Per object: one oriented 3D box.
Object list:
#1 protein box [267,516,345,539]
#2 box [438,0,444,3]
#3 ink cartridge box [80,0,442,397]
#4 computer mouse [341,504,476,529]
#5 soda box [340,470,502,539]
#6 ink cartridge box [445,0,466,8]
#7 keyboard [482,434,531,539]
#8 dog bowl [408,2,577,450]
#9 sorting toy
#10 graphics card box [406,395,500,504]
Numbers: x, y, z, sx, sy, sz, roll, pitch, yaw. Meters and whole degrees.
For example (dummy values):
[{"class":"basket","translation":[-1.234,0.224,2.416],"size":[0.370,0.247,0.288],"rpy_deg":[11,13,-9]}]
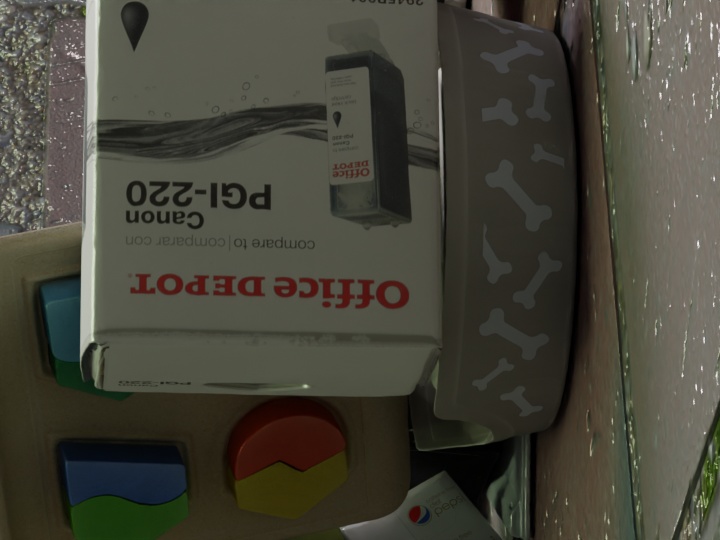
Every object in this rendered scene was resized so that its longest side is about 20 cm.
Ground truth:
[{"class":"protein box","translation":[-0.072,0.250,1.411],"size":[0.199,0.200,0.135],"rpy_deg":[62,158,0]},{"class":"box","translation":[0.011,-0.217,1.461],"size":[0.164,0.086,0.200],"rpy_deg":[-96,23,-62]},{"class":"ink cartridge box","translation":[-0.042,-0.053,1.235],"size":[0.085,0.146,0.200],"rpy_deg":[114,156,-75]},{"class":"computer mouse","translation":[0.024,0.161,1.594],"size":[0.053,0.138,0.200],"rpy_deg":[8,89,42]},{"class":"soda box","translation":[0.028,0.187,1.471],"size":[0.068,0.064,0.200],"rpy_deg":[50,155,27]},{"class":"ink cartridge box","translation":[-0.018,-0.123,1.765],"size":[0.200,0.145,0.084],"rpy_deg":[96,174,-52]},{"class":"keyboard","translation":[0.069,0.087,1.465],"size":[0.200,0.011,0.056],"rpy_deg":[-125,41,-83]},{"class":"dog bowl","translation":[0.055,-0.018,1.306],"size":[0.200,0.059,0.200],"rpy_deg":[180,90,-86]},{"class":"sorting toy","translation":[-0.071,0.054,1.314],"size":[0.036,0.200,0.185],"rpy_deg":[-126,27,-54]},{"class":"graphics card box","translation":[0.043,0.008,1.476],"size":[0.125,0.051,0.200],"rpy_deg":[104,170,-72]}]
